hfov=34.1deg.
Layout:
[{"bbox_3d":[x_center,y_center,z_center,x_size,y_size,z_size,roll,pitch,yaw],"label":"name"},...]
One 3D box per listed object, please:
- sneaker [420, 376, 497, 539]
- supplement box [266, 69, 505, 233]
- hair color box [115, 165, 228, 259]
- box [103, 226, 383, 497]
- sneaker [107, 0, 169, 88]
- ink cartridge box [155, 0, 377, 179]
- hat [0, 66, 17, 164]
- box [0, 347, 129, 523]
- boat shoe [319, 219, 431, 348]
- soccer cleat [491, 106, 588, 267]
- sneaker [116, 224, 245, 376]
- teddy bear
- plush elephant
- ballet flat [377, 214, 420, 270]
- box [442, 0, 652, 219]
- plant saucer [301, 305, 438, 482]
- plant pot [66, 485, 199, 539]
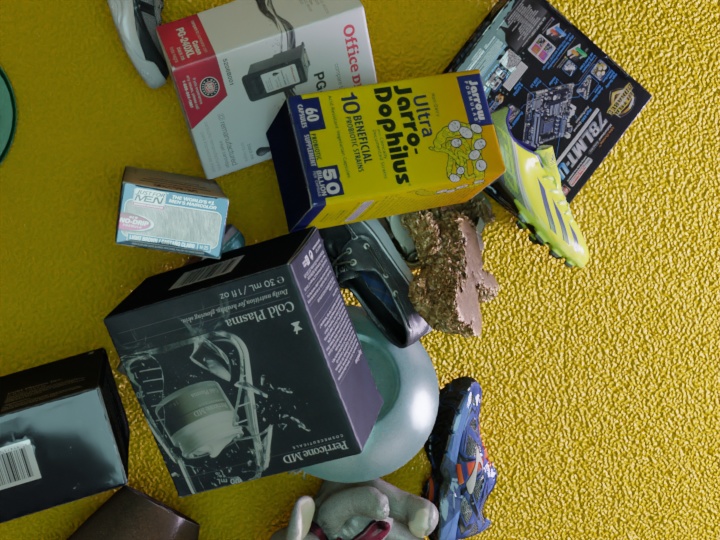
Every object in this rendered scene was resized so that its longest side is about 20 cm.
[{"bbox_3d":[0.117,0.214,1.331,0.078,0.075,0.201,-1,107,-20],"label":"sneaker"},{"bbox_3d":[0.022,-0.116,1.148,0.199,0.110,0.109,-12,82,-18],"label":"supplement box"},{"bbox_3d":[-0.189,-0.060,1.157,0.100,0.200,0.061,8,97,-11],"label":"hair color box"},{"bbox_3d":[-0.109,0.088,1.140,0.199,0.124,0.197,-17,106,16],"label":"box"},{"bbox_3d":[-0.203,-0.292,1.183,0.113,0.075,0.201,-19,101,-7],"label":"sneaker"},{"bbox_3d":[-0.087,-0.198,1.186,0.199,0.083,0.146,-20,135,-7],"label":"ink cartridge box"},{"bbox_3d":[-0.413,-0.143,1.113,0.200,0.176,0.166,39,90,-14],"label":"hat"},{"bbox_3d":[-0.339,0.169,1.173,0.199,0.182,0.105,-16,101,-7],"label":"box"},{"bbox_3d":[0.000,0.000,1.251,0.200,0.070,0.066,53,44,-6],"label":"boat shoe"},{"bbox_3d":[0.190,-0.087,1.249,0.084,0.065,0.200,-43,104,-2],"label":"soccer cleat"},{"bbox_3d":[-0.172,0.046,1.247,0.080,0.071,0.200,35,99,-14],"label":"sneaker"},{"bbox_3d":[0.094,-0.020,1.249,0.145,0.067,0.201,24,60,-51],"label":"teddy bear"},{"bbox_3d":[-0.031,0.295,1.260,0.200,0.165,0.155,31,63,8],"label":"plush elephant"},{"bbox_3d":[0.025,-0.091,1.264,0.068,0.063,0.200,-29,102,-5],"label":"ballet flat"},{"bbox_3d":[0.185,-0.176,1.288,0.198,0.050,0.200,37,92,-16],"label":"box"},{"bbox_3d":[-0.013,0.123,1.249,0.200,0.039,0.202,2,64,-4],"label":"plant saucer"},{"bbox_3d":[-0.255,0.337,1.230,0.187,0.187,0.200,31,78,-14],"label":"plant pot"}]
